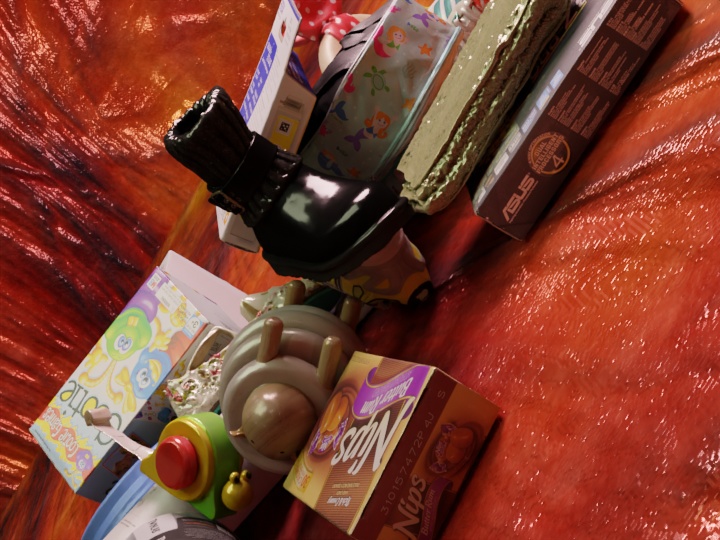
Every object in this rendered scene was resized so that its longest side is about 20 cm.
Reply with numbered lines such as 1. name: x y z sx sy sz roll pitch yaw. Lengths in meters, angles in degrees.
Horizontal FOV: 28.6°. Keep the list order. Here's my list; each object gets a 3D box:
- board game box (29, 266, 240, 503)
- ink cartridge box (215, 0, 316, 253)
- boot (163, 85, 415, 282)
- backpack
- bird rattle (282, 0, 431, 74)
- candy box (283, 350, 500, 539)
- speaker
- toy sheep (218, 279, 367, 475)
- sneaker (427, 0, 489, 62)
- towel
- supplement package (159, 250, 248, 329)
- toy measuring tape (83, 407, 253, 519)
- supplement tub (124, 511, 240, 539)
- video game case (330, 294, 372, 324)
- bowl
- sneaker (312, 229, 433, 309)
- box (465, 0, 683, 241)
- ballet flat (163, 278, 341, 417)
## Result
1. board game box: -0.202 0.118 1.352 0.201 0.105 0.103 -51 51 2
2. ink cartridge box: -0.080 -0.140 1.275 0.198 0.046 0.202 -110 42 -70
3. boot: -0.063 -0.072 1.097 0.080 0.158 0.210 -47 20 -26
4. backpack: 0.020 -0.142 1.281 0.179 0.149 0.201 -60 0 -38
5. bird rattle: 0.013 -0.229 1.465 0.113 0.198 0.165 -48 41 41
6. candy box: 0.015 0.122 0.957 0.118 0.056 0.200 -61 12 -7
7. speaker: -0.141 0.202 1.198 0.200 0.081 0.081 -47 8 -22
8. toy sheep: -0.049 0.088 1.122 0.139 0.137 0.200 -54 -1 22
9. sneaker: 0.106 -0.249 1.381 0.201 0.070 0.093 -56 7 6
10. towel: 0.089 -0.134 1.071 0.202 0.036 0.148 -62 11 6
11. supplement package: -0.185 0.105 1.537 0.152 0.151 0.200 -57 13 14
12. toy measuring tape: -0.155 0.135 1.156 0.199 0.073 0.074 27 85 38
13. supplement tub: -0.123 0.257 1.039 0.124 0.122 0.200 -60 13 -5
14. video game case: -0.016 0.009 1.390 0.182 0.023 0.201 -51 16 37
15. bowl: -0.184 0.220 1.316 0.201 0.039 0.201 -45 -19 -20
16. sneaker: 0.000 0.000 1.205 0.075 0.077 0.200 -41 12 -9
17. box: 0.146 -0.138 1.040 0.201 0.049 0.162 -57 15 18
18. ballet flat: -0.100 0.061 1.274 0.200 0.064 0.076 -45 -19 -23
